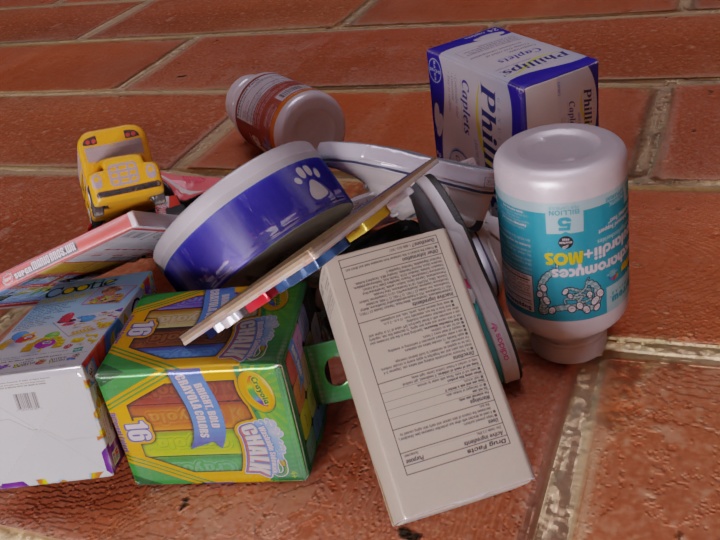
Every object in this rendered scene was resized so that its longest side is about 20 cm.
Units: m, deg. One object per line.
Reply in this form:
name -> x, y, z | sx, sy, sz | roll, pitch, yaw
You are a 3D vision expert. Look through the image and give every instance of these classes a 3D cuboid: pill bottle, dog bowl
pill bottle -> 0.178, -0.018, 0.802 | 0.110, 0.201, 0.111 | -8, 31, 5
dog bowl -> -0.107, -0.039, 0.934 | 0.200, 0.079, 0.200 | -37, -6, -5
pill bottle -> -0.116, -0.223, 1.326 | 0.112, 0.113, 0.200 | -25, 33, -23

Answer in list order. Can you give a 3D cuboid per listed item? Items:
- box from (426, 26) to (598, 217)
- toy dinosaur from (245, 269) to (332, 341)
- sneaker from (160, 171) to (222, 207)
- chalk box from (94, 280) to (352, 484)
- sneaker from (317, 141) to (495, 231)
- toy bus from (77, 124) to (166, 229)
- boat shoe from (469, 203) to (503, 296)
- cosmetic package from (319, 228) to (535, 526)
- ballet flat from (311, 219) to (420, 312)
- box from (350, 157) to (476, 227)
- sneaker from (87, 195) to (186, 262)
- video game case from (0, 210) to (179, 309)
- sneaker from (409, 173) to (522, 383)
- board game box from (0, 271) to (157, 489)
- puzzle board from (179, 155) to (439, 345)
box -> 0.175, -0.163, 1.064 | 0.105, 0.185, 0.200 | -21, 31, -20
toy dinosaur -> -0.006, 0.023, 0.898 | 0.199, 0.088, 0.048 | -5, 41, 2
sneaker -> -0.207, -0.088, 1.188 | 0.200, 0.074, 0.087 | 15, 25, 30
chalk box -> -0.095, 0.094, 0.773 | 0.199, 0.125, 0.124 | -5, 30, 12
sneaker -> 0.039, -0.088, 0.935 | 0.199, 0.071, 0.073 | 17, 11, 28
toy bus -> -0.232, -0.087, 0.878 | 0.065, 0.079, 0.200 | -13, 0, -17
boat shoe -> 0.135, -0.032, 0.974 | 0.070, 0.071, 0.200 | -12, 24, 2
cosmetic package -> 0.045, 0.080, 0.694 | 0.105, 0.071, 0.201 | -13, 73, -10
ballet flat -> 0.000, 0.000, 0.963 | 0.200, 0.068, 0.068 | -28, 43, -27
box -> 0.051, -0.080, 1.027 | 0.041, 0.039, 0.200 | -28, 9, -42
sneaker -> -0.256, -0.045, 1.054 | 0.108, 0.068, 0.201 | -10, 8, -14
video game case -> -0.273, -0.008, 0.891 | 0.199, 0.018, 0.143 | -24, -4, 10
sneaker -> 0.053, 0.023, 0.820 | 0.120, 0.201, 0.084 | -22, -11, 1
board game box -> -0.248, 0.090, 0.817 | 0.104, 0.103, 0.200 | -8, 21, 7
puzzle board -> -0.040, -0.010, 0.695 | 0.151, 0.017, 0.200 | -39, 6, -41
